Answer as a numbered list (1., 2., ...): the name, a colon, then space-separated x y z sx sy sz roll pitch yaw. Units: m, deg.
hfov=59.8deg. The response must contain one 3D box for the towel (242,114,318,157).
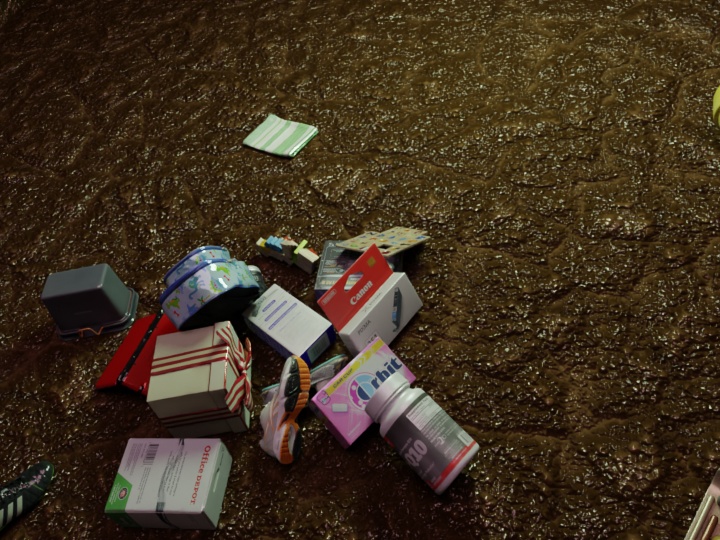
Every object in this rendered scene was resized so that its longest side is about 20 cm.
1. towel: -0.248 -0.417 1.940 0.197 0.024 0.153 22 58 28

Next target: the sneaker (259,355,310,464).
1. sneaker: -0.159 0.266 1.224 0.091 0.075 0.205 4 82 38

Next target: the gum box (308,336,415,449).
1. gum box: 0.007 0.237 1.238 0.199 0.066 0.114 -40 80 -23

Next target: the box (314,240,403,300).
1. box: 0.000 0.000 1.493 0.195 0.049 0.161 -1 49 12

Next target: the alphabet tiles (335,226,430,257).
1. alphabet tiles: 0.064 -0.073 1.499 0.165 0.008 0.198 12 25 41

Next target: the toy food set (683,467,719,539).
1. toy food set: 0.591 0.426 0.970 0.142 0.061 0.200 28 60 32

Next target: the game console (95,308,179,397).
1. game console: -0.484 0.204 1.441 0.170 0.119 0.202 26 53 -7

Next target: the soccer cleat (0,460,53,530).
1. soccer cleat: -0.694 0.451 1.223 0.067 0.082 0.200 26 58 31

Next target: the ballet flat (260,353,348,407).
1. ballet flat: -0.106 0.243 1.299 0.197 0.073 0.073 -23 47 -8

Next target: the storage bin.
1. storage bin: -0.667 0.075 1.519 0.195 0.136 0.147 -11 47 4

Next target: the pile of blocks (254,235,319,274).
1. pile of blocks: -0.179 -0.062 1.566 0.197 0.083 0.062 19 55 28

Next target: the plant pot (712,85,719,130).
1. plant pot: 0.960 -0.350 1.505 0.196 0.201 0.192 6 66 18

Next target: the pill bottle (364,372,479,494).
1. pill bottle: 0.106 0.290 1.130 0.114 0.115 0.200 -40 70 -23

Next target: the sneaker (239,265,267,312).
1. sneaker: -0.302 0.077 1.474 0.198 0.076 0.114 -34 53 -15

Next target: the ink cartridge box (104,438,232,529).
1. ink cartridge box: -0.358 0.403 1.189 0.195 0.084 0.149 -2 48 12

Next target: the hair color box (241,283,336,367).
1. hair color box: -0.161 0.126 1.407 0.198 0.065 0.109 32 62 32

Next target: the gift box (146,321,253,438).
1. gift box: -0.313 0.223 1.268 0.182 0.202 0.187 -10 52 2

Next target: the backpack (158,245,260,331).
1. backpack: -0.336 0.042 1.346 0.182 0.200 0.148 -38 83 8

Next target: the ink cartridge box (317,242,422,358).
1. ink cartridge box: 0.025 0.071 1.341 0.200 0.178 0.044 -46 25 -27
